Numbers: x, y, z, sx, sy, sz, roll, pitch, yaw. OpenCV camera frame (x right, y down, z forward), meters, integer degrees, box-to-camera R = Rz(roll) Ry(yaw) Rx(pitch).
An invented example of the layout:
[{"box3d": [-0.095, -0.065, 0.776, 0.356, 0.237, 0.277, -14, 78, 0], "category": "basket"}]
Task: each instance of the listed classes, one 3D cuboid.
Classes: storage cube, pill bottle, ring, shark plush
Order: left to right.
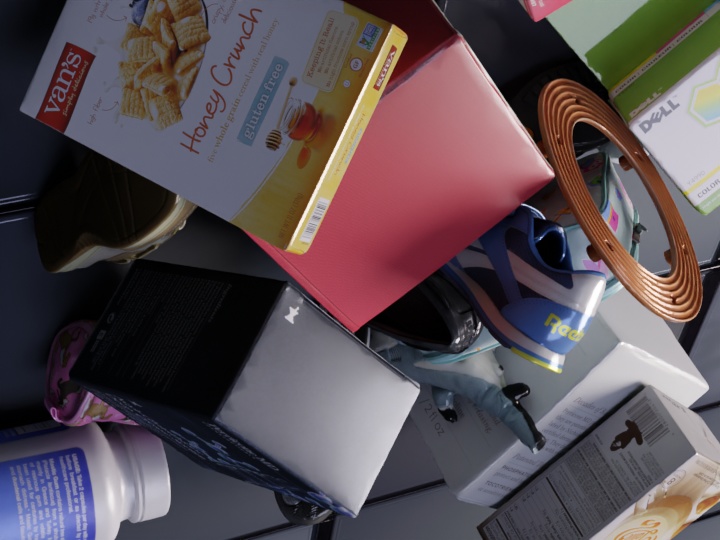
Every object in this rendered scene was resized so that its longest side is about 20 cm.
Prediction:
[{"box3d": [-0.259, 0.179, 1.187, 0.199, 0.112, 0.113, -9, 138, -24], "category": "pill bottle"}, {"box3d": [-0.006, -0.103, 0.991, 0.179, 0.171, 0.200, -37, 141, 7], "category": "storage cube"}, {"box3d": [0.084, 0.089, 1.253, 0.091, 0.199, 0.084, -21, 135, -55], "category": "shark plush"}, {"box3d": [0.187, -0.050, 1.077, 0.019, 0.202, 0.200, -31, 146, 30], "category": "ring"}]

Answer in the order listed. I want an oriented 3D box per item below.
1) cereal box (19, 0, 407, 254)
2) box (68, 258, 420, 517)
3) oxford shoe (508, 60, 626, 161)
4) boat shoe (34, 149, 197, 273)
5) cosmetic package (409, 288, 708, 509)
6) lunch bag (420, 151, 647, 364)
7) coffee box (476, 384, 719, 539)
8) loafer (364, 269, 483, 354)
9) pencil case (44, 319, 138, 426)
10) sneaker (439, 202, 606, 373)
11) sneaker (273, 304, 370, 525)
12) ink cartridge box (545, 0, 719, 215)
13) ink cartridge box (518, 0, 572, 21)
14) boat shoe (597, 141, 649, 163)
[{"box3d": [-0.090, -0.116, 0.873, 0.145, 0.199, 0.039, -65, 163, 5], "category": "cereal box"}, {"box3d": [-0.085, 0.080, 1.056, 0.148, 0.199, 0.108, 40, 70, -34], "category": "box"}, {"box3d": [0.138, -0.106, 1.176, 0.199, 0.073, 0.084, -29, 173, -14], "category": "oxford shoe"}, {"box3d": [-0.154, -0.046, 0.993, 0.066, 0.075, 0.199, -8, 176, -37], "category": "boat shoe"}, {"box3d": [0.162, 0.091, 1.316, 0.200, 0.168, 0.166, -46, 140, 19], "category": "cosmetic package"}, {"box3d": [0.130, -0.011, 1.175, 0.199, 0.161, 0.077, -25, 105, 21], "category": "lunch bag"}, {"box3d": [0.215, 0.202, 1.272, 0.200, 0.080, 0.114, -43, 142, 16], "category": "coffee box"}, {"box3d": [0.000, 0.000, 1.098, 0.068, 0.200, 0.070, -66, 164, 18], "category": "loafer"}, {"box3d": [-0.155, 0.089, 1.182, 0.199, 0.087, 0.083, 12, 158, -40], "category": "pencil case"}, {"box3d": [0.101, -0.018, 1.043, 0.074, 0.200, 0.082, 15, 119, -49], "category": "sneaker"}, {"box3d": [-0.025, 0.136, 1.243, 0.074, 0.201, 0.116, 9, 149, 6], "category": "sneaker"}, {"box3d": [0.246, -0.165, 1.097, 0.148, 0.076, 0.200, -40, 115, 14], "category": "ink cartridge box"}, {"box3d": [0.168, -0.282, 0.973, 0.199, 0.085, 0.146, -29, 142, 1], "category": "ink cartridge box"}, {"box3d": [0.277, -0.159, 1.201, 0.200, 0.070, 0.066, -50, 138, 12], "category": "boat shoe"}]
